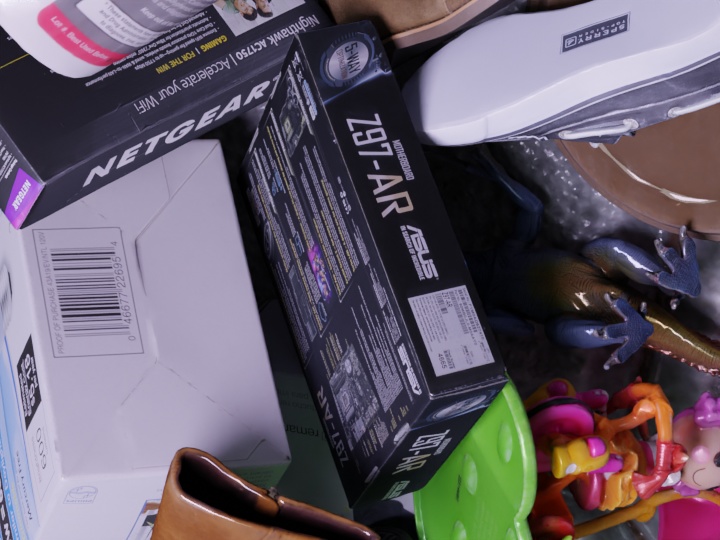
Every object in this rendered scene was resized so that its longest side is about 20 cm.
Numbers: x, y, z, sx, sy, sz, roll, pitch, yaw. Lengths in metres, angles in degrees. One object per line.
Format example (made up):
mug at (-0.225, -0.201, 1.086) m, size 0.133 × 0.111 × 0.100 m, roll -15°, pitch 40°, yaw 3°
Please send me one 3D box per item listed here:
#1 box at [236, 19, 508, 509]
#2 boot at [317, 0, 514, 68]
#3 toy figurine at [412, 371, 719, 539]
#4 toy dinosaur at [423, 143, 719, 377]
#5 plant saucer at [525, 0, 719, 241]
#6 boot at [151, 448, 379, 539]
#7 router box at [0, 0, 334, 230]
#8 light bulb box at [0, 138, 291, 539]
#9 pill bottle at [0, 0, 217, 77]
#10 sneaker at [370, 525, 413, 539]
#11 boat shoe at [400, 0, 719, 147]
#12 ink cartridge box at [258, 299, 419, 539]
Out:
box at (0.000, 0.000, 1.110) m, size 0.160 × 0.043 × 0.201 m, roll 118°, pitch 135°, yaw -61°
boot at (0.042, -0.155, 1.080) m, size 0.200 × 0.073 × 0.076 m, roll -22°, pitch 95°, yaw 50°
toy figurine at (0.140, 0.107, 1.129) m, size 0.150 × 0.183 × 0.201 m, roll -121°, pitch 26°, yaw -43°
toy dinosaur at (0.090, 0.022, 1.160) m, size 0.200 × 0.105 × 0.181 m, roll 44°, pitch 156°, yaw -25°
plant saucer at (0.170, -0.100, 1.084) m, size 0.199 × 0.029 × 0.201 m, roll 13°, pitch 122°, yaw 21°
boot at (-0.032, 0.175, 1.100) m, size 0.188 × 0.069 × 0.200 m, roll 28°, pitch 137°, yaw -4°
router box at (-0.130, -0.128, 1.095) m, size 0.149 × 0.200 × 0.051 m, roll 53°, pitch 145°, yaw 9°
light bulb box at (-0.137, 0.064, 1.186) m, size 0.200 × 0.124 × 0.199 m, roll 121°, pitch 141°, yaw -53°
pill bottle at (-0.063, -0.172, 0.892) m, size 0.199 × 0.111 × 0.111 m, roll -28°, pitch 103°, yaw 18°
sneaker at (-0.016, 0.218, 1.237) m, size 0.199 × 0.060 × 0.104 m, roll -28°, pitch 105°, yaw 39°
boat shoe at (0.112, -0.091, 1.063) m, size 0.199 × 0.072 × 0.068 m, roll -18°, pitch 133°, yaw 30°
ink cartridge box at (0.003, 0.131, 1.264) m, size 0.145 × 0.083 × 0.201 m, roll 8°, pitch 119°, yaw 23°
